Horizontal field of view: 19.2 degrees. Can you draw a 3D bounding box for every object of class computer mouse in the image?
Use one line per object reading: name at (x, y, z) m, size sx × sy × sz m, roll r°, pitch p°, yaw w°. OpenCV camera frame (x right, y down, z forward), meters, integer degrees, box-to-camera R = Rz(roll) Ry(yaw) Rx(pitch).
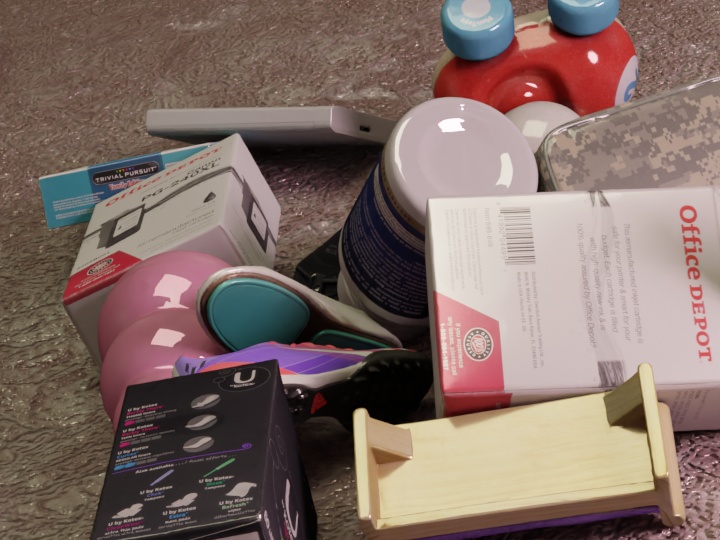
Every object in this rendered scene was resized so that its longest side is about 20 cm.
computer mouse at (0.000, 0.000, 1.690) m, size 0.200 × 0.053 × 0.138 m, roll -37°, pitch 30°, yaw -23°

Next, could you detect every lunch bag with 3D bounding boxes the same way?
lunch bag at (0.204, -0.038, 1.555) m, size 0.199 × 0.140 × 0.168 m, roll -19°, pitch -16°, yaw -17°

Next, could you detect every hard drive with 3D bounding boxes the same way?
hard drive at (-0.082, -0.133, 1.983) m, size 0.199 × 0.027 × 0.132 m, roll 1°, pitch -3°, yaw 29°

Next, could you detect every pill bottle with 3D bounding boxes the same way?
pill bottle at (0.046, -0.028, 1.537) m, size 0.110 × 0.200 × 0.112 m, roll 8°, pitch 60°, yaw -13°

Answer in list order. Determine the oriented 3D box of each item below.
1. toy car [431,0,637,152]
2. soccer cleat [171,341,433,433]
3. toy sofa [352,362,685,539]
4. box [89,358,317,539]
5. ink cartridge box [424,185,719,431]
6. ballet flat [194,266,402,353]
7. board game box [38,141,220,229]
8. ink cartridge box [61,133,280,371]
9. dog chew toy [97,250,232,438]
toy car at (0.163, -0.115, 1.773) m, size 0.176 × 0.185 × 0.201 m, roll -13°, pitch 52°, yaw -3°
soccer cleat at (-0.035, 0.073, 1.449) m, size 0.199 × 0.069 × 0.073 m, roll -8°, pitch 38°, yaw -39°
toy sofa at (0.097, 0.130, 1.318) m, size 0.198 × 0.098 × 0.083 m, roll -9°, pitch 54°, yaw 7°
box at (-0.090, 0.157, 1.283) m, size 0.105 × 0.123 × 0.200 m, roll -10°, pitch 24°, yaw 5°
ink cartridge box at (0.145, 0.027, 1.383) m, size 0.198 × 0.085 × 0.147 m, roll -3°, pitch 63°, yaw -1°
ballet flat at (-0.052, 0.033, 1.495) m, size 0.199 × 0.070 × 0.069 m, roll 24°, pitch -6°, yaw -43°
board game box at (-0.189, -0.079, 1.879) m, size 0.150 × 0.047 × 0.200 m, roll -11°, pitch 4°, yaw 4°
ink cartridge box at (-0.146, -0.014, 1.690) m, size 0.144 × 0.084 × 0.200 m, roll -26°, pitch 21°, yaw 11°
dog chew toy at (-0.129, 0.073, 1.506) m, size 0.124 × 0.125 × 0.201 m, roll -10°, pitch 32°, yaw 6°
